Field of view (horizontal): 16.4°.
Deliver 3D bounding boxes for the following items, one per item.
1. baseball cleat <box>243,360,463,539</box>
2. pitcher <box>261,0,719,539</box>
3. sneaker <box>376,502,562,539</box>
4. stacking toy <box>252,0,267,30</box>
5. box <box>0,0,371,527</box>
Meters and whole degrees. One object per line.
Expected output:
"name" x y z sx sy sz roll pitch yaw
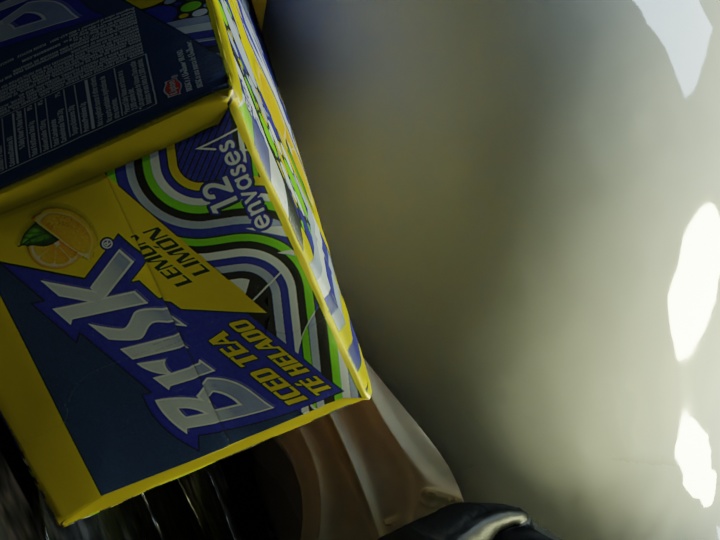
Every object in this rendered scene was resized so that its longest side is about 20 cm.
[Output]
"baseball cleat" 0.007 0.077 0.745 0.107 0.069 0.201 64 5 -57
"pitcher" 0.053 -0.017 0.644 0.172 0.121 0.201 -62 141 -57
"sneaker" 0.017 0.093 0.561 0.200 0.090 0.067 59 10 -77
"stacking toy" -0.045 -0.055 0.678 0.110 0.116 0.201 -127 -152 -78
"box" -0.052 -0.038 0.514 0.200 0.064 0.070 -107 174 -60
